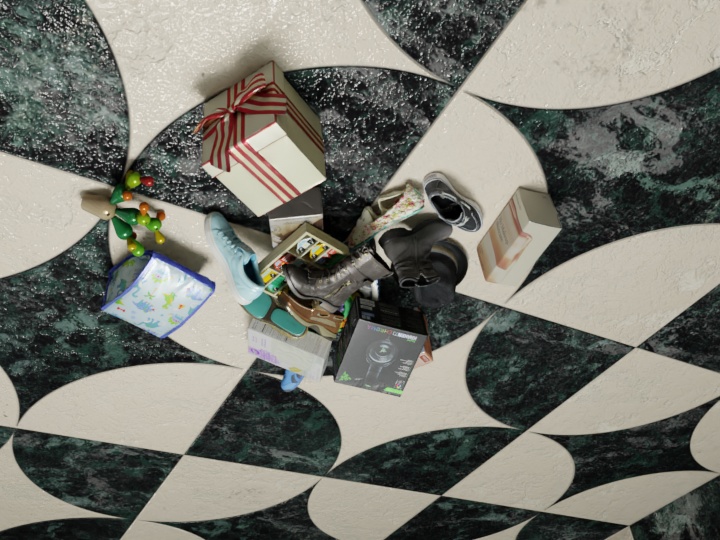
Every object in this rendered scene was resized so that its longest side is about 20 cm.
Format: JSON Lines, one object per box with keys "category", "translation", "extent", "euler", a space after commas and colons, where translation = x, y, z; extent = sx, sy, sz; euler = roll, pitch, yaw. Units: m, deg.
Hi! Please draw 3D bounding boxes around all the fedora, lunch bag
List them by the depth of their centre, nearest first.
{"category": "lunch bag", "translation": [-0.434, 0.037, 1.696], "extent": [0.198, 0.130, 0.169], "euler": [-27, 138, 37]}
{"category": "fedora", "translation": [0.163, 0.020, 1.800], "extent": [0.195, 0.093, 0.203], "euler": [-5, 141, -4]}

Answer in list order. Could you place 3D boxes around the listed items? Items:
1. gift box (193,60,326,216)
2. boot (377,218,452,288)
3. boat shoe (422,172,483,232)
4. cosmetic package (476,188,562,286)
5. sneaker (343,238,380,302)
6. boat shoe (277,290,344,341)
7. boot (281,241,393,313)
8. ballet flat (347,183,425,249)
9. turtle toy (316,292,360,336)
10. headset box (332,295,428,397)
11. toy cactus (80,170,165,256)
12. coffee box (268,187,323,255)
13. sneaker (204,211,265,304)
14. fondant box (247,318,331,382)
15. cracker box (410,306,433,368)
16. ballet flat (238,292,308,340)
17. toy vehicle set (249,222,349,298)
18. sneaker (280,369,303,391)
{"category": "gift box", "translation": [-0.168, -0.228, 1.372], "extent": [0.182, 0.203, 0.187], "euler": [-29, 135, 17]}
{"category": "boot", "translation": [0.138, -0.030, 1.669], "extent": [0.196, 0.133, 0.070], "euler": [-16, 155, -30]}
{"category": "boat shoe", "translation": [0.200, -0.125, 1.653], "extent": [0.071, 0.069, 0.199], "euler": [-27, 137, 23]}
{"category": "cosmetic package", "translation": [0.342, -0.070, 1.718], "extent": [0.085, 0.105, 0.202], "euler": [9, 137, -21]}
{"category": "sneaker", "translation": [0.000, 0.000, 1.779], "extent": [0.083, 0.078, 0.203], "euler": [-2, 134, 9]}
{"category": "boat shoe", "translation": [-0.104, 0.083, 1.702], "extent": [0.074, 0.075, 0.199], "euler": [-52, 142, 1]}
{"category": "boot", "translation": [-0.046, -0.004, 1.601], "extent": [0.173, 0.070, 0.199], "euler": [-36, 139, 22]}
{"category": "ballet flat", "translation": [0.045, -0.119, 1.650], "extent": [0.197, 0.076, 0.065], "euler": [-30, 105, 19]}
{"category": "turtle toy", "translation": [-0.085, 0.085, 1.830], "extent": [0.143, 0.103, 0.200], "euler": [-23, 139, 17]}
{"category": "headset box", "translation": [0.039, 0.181, 1.808], "extent": [0.170, 0.094, 0.203], "euler": [15, 121, -14]}
{"category": "toy cactus", "translation": [-0.465, -0.122, 1.546], "extent": [0.161, 0.104, 0.202], "euler": [15, 142, 2]}
{"category": "coffee box", "translation": [-0.131, -0.072, 1.651], "extent": [0.110, 0.081, 0.202], "euler": [-6, 141, -4]}
{"category": "sneaker", "translation": [-0.248, -0.037, 1.605], "extent": [0.081, 0.203, 0.074], "euler": [-27, 179, 32]}
{"category": "fondant box", "translation": [-0.173, 0.185, 1.895], "extent": [0.196, 0.059, 0.145], "euler": [22, 149, 5]}
{"category": "cracker box", "translation": [0.077, 0.193, 1.961], "extent": [0.197, 0.136, 0.058], "euler": [-24, 139, 20]}
{"category": "ballet flat", "translation": [-0.209, 0.098, 1.814], "extent": [0.198, 0.071, 0.071], "euler": [32, 135, 3]}
{"category": "toy vehicle set", "translation": [-0.132, -0.011, 1.638], "extent": [0.123, 0.027, 0.199], "euler": [26, 129, -36]}
{"category": "sneaker", "translation": [-0.167, 0.241, 2.040], "extent": [0.077, 0.067, 0.200], "euler": [27, 130, -20]}
